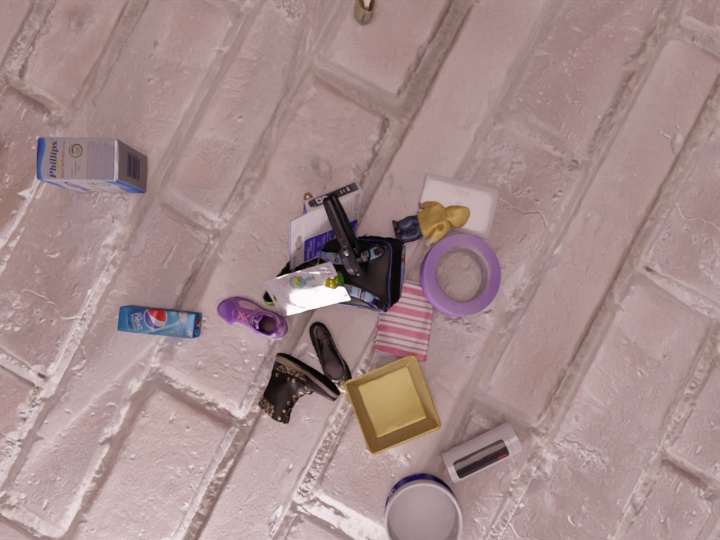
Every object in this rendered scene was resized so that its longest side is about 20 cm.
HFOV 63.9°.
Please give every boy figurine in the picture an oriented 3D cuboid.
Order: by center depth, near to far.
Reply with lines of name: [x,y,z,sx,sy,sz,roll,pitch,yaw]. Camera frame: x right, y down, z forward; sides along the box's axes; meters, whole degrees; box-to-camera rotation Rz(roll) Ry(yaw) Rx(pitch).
boy figurine: [0.179,-0.125,1.463,0.196,0.065,0.126,-19,60,5]

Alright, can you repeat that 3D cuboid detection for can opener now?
can opener: [-0.035,-0.076,1.306,0.077,0.064,0.203,-15,112,23]

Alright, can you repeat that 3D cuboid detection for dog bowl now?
dog bowl: [0.157,0.625,1.462,0.196,0.079,0.205,0,89,1]

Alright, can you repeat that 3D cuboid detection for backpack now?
backpack: [0.000,0.000,1.433,0.196,0.134,0.187,6,102,23]

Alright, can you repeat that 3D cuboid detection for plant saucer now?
plant saucer: [0.081,0.339,1.479,0.197,0.048,0.203,-21,92,0]

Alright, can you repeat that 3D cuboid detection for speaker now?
speaker: [0.306,0.460,1.461,0.197,0.081,0.082,-25,89,0]

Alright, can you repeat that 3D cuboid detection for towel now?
towel: [0.116,0.125,1.494,0.143,0.030,0.204,9,89,0]

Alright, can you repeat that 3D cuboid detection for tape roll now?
tape roll: [0.252,0.013,1.463,0.196,0.066,0.205,0,84,-2]

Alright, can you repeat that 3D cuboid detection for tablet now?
tablet: [0.252,-0.169,1.503,0.196,0.014,0.133,14,90,2]

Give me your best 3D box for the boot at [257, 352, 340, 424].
boot: [-0.160,0.318,1.465,0.198,0.073,0.153,28,92,16]

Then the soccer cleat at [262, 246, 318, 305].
soccer cleat: [-0.175,0.011,1.475,0.067,0.081,0.201,40,90,1]

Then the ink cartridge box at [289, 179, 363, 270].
ink cartridge box: [-0.093,-0.107,1.394,0.198,0.199,0.044,-26,63,-22]

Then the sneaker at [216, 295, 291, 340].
sneaker: [-0.275,0.121,1.473,0.197,0.088,0.082,19,91,2]

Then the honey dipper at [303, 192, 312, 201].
honey dipper: [-0.117,-0.164,1.417,0.037,0.200,0.039,0,90,2]

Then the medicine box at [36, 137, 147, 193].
medicine box: [-0.661,-0.258,1.438,0.195,0.182,0.105,1,89,1]

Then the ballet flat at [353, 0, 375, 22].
ballet flat: [0.020,-0.747,1.489,0.068,0.069,0.205,4,89,1]

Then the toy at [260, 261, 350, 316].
toy: [-0.129,0.038,1.407,0.197,0.048,0.116,-13,122,25]

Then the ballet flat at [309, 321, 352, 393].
ballet flat: [-0.080,0.227,1.481,0.066,0.057,0.203,-28,93,0]

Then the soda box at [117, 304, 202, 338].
soda box: [-0.514,0.131,1.487,0.196,0.068,0.066,5,90,1]
